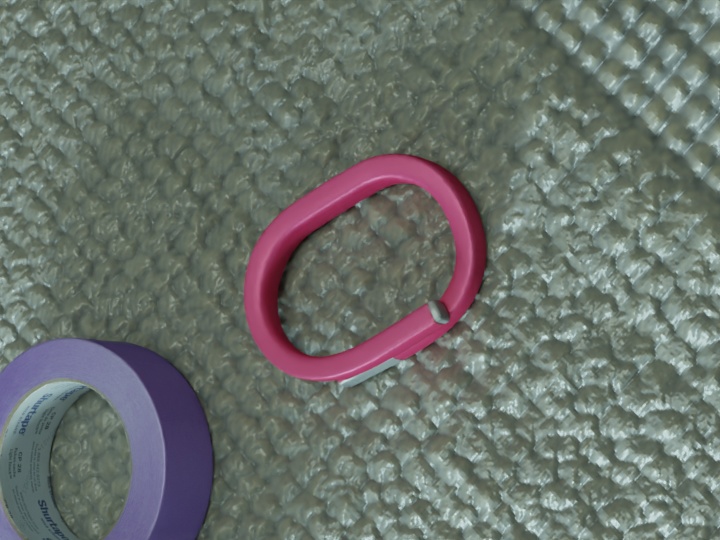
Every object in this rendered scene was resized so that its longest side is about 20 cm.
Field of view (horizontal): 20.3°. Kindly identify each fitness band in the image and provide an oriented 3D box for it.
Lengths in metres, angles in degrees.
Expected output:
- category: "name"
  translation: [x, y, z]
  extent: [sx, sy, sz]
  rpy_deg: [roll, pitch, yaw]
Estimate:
- category: "fitness band"
  translation: [0.000, 0.000, 1.484]
  extent: [0.200, 0.037, 0.144]
  rpy_deg: [-31, 70, 24]

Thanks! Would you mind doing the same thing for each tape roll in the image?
- category: "tape roll"
  translation: [-0.214, 0.155, 1.583]
  extent: [0.199, 0.066, 0.201]
  rpy_deg: [-4, 83, 32]
